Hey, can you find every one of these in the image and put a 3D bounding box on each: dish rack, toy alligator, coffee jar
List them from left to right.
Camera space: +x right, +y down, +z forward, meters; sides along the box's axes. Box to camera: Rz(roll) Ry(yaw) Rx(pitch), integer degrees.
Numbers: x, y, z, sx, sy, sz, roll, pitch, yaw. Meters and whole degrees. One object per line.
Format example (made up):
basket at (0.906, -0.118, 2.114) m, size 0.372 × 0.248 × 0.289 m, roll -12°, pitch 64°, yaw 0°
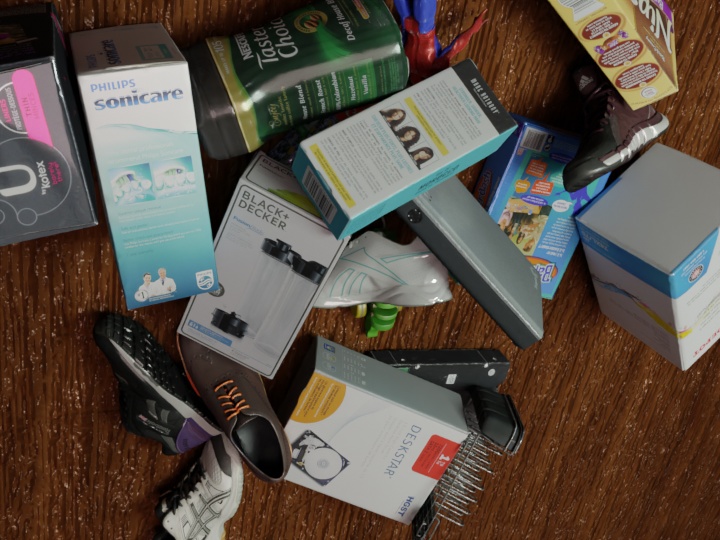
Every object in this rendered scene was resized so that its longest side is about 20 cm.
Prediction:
coffee jar at (-0.063, -0.178, 0.671) m, size 0.198 × 0.105 × 0.086 m, roll -23°, pitch 150°, yaw -7°
toy alligator at (0.027, -0.001, 0.846) m, size 0.058 × 0.054 × 0.203 m, roll -6°, pitch 120°, yaw -21°
dish rack at (0.123, 0.245, 0.922) m, size 0.054 × 0.153 × 0.202 m, roll 28°, pitch 99°, yaw 1°

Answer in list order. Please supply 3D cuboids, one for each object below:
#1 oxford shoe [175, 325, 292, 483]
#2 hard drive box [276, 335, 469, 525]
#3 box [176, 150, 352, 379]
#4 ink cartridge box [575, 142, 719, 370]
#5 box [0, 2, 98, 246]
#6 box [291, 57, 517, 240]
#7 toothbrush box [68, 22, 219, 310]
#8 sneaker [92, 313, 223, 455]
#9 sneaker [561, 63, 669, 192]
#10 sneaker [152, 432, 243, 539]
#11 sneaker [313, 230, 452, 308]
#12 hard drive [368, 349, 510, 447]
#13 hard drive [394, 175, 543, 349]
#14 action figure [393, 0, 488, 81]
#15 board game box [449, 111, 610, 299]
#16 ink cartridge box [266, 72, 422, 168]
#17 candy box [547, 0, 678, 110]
oxford shoe at (-0.131, 0.135, 0.800) m, size 0.071 × 0.073 × 0.201 m, roll -34°, pitch 92°, yaw -11°
hard drive box at (0.004, 0.192, 0.892) m, size 0.198 × 0.077 × 0.157 m, roll 23°, pitch 113°, yaw -12°
box at (-0.094, 0.000, 0.735) m, size 0.116 × 0.060 × 0.201 m, roll 28°, pitch 123°, yaw -6°
ink cartridge box at (0.378, -0.015, 0.910) m, size 0.146 × 0.146 × 0.201 m, roll -40°, pitch 135°, yaw -8°
box at (-0.266, -0.117, 0.563) m, size 0.105 × 0.200 × 0.124 m, roll -14°, pitch 123°, yaw -15°
box at (0.041, -0.113, 0.679) m, size 0.199 × 0.083 × 0.049 m, roll -30°, pitch 170°, yaw -23°
toothbrush box at (-0.186, -0.094, 0.645) m, size 0.084 × 0.147 × 0.203 m, roll -13°, pitch 121°, yaw -17°
sneaker at (-0.233, 0.136, 0.801) m, size 0.087 × 0.076 × 0.201 m, roll -32°, pitch 126°, yaw 3°
sneaker at (0.252, -0.165, 0.813) m, size 0.199 × 0.075 × 0.116 m, roll -32°, pitch 89°, yaw -43°
sneaker at (-0.198, 0.275, 0.891) m, size 0.086 × 0.076 × 0.203 m, roll 6°, pitch 114°, yaw -26°
sneaker at (0.000, 0.000, 0.801) m, size 0.197 × 0.070 × 0.082 m, roll -4°, pitch 92°, yaw 18°
hard drive at (0.089, 0.170, 0.981) m, size 0.197 × 0.038 × 0.142 m, roll 1°, pitch 117°, yaw -25°
hard drive at (0.117, -0.028, 0.781) m, size 0.033 × 0.140 × 0.200 m, roll -37°, pitch 105°, yaw 26°
action figure at (0.066, -0.258, 0.697) m, size 0.100 × 0.065 × 0.201 m, roll -55°, pitch 155°, yaw -18°
board game box at (0.202, -0.071, 0.889) m, size 0.150 × 0.045 × 0.202 m, roll 9°, pitch 113°, yaw -28°
ink cartridge box at (-0.007, -0.127, 0.763) m, size 0.200 × 0.050 × 0.109 m, roll -46°, pitch 124°, yaw 6°
candy box at (0.250, -0.271, 0.752) m, size 0.056 × 0.118 × 0.199 m, roll -20°, pitch 137°, yaw 41°
